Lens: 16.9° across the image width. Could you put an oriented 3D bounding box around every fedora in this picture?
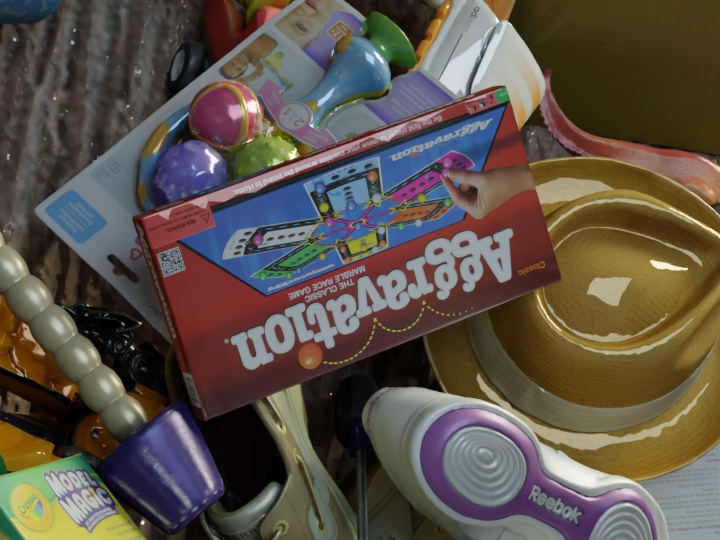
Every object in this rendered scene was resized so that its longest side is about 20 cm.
[{"bbox_3d":[0.132,0.014,1.274,0.199,0.082,0.202,5,68,-13],"label":"fedora"}]

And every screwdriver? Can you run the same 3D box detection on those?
[{"bbox_3d":[-0.001,0.102,1.231,0.028,0.029,0.200,20,22,-8],"label":"screwdriver"}]

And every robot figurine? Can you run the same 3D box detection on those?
[{"bbox_3d":[-0.182,0.067,1.196,0.199,0.058,0.146,28,59,-15],"label":"robot figurine"}]

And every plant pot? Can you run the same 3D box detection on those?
[{"bbox_3d":[0.177,-0.206,1.440,0.199,0.176,0.201,7,66,-26],"label":"plant pot"}]

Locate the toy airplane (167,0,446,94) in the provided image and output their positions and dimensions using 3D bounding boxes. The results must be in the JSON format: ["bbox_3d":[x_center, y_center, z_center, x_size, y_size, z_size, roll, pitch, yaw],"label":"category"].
[{"bbox_3d":[-0.038,-0.194,1.337,0.200,0.141,0.200,-32,87,-37],"label":"toy airplane"}]

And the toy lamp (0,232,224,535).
[{"bbox_3d":[-0.139,0.039,1.164,0.058,0.058,0.200,-35,84,-35],"label":"toy lamp"}]

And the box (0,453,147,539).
[{"bbox_3d":[-0.117,0.157,1.087,0.200,0.048,0.117,49,13,9],"label":"box"}]

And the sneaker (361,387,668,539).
[{"bbox_3d":[0.082,0.115,1.231,0.200,0.099,0.075,41,79,-30],"label":"sneaker"}]

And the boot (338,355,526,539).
[{"bbox_3d":[0.093,0.120,1.314,0.156,0.073,0.200,47,57,-2],"label":"boot"}]

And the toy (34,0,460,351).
[{"bbox_3d":[-0.053,-0.064,1.207,0.200,0.047,0.115,-39,66,-22],"label":"toy"}]

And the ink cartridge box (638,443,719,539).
[{"bbox_3d":[0.197,0.083,1.364,0.094,0.037,0.202,-5,90,4],"label":"ink cartridge box"}]

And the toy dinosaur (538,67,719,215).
[{"bbox_3d":[0.209,-0.027,1.391,0.180,0.200,0.105,-9,48,15],"label":"toy dinosaur"}]

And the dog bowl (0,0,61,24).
[{"bbox_3d":[-0.187,-0.221,1.289,0.049,0.111,0.201,9,64,-33],"label":"dog bowl"}]

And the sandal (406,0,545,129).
[{"bbox_3d":[0.075,-0.122,1.325,0.059,0.079,0.208,12,65,22],"label":"sandal"}]

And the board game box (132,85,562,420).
[{"bbox_3d":[-0.003,-0.010,1.181,0.199,0.019,0.104,-21,102,-19],"label":"board game box"}]

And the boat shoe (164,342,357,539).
[{"bbox_3d":[-0.052,0.115,1.214,0.066,0.074,0.201,-30,100,-61],"label":"boat shoe"}]
